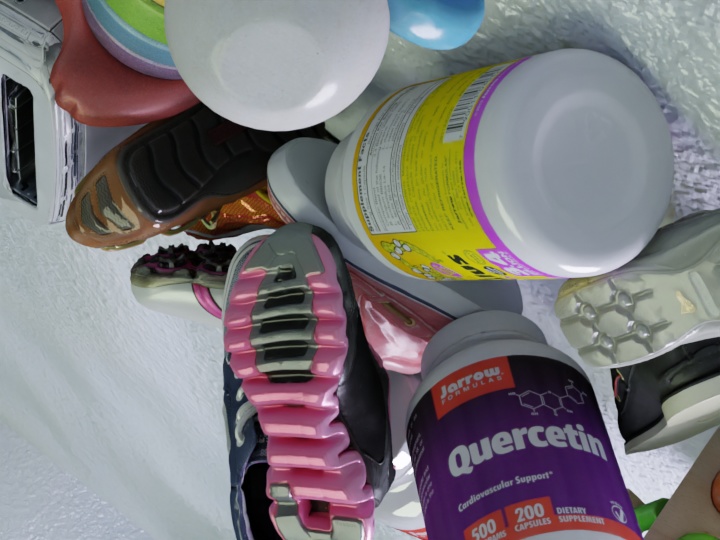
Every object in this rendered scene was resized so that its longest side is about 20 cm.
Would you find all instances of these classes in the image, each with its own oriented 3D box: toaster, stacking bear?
[{"bbox_3d":[-0.174,-0.118,0.995,0.113,0.129,0.200,32,143,16],"label":"toaster"},{"bbox_3d":[-0.083,-0.167,0.819,0.200,0.113,0.122,137,126,-61],"label":"stacking bear"}]

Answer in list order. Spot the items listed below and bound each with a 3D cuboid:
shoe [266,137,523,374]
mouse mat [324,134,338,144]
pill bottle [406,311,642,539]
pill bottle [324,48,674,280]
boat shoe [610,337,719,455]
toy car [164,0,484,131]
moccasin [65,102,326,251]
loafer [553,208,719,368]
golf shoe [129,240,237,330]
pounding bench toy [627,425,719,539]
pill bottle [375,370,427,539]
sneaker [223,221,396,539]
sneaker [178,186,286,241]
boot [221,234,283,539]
[{"bbox_3d":[0.000,0.000,0.986,0.091,0.072,0.200,-33,134,32],"label":"shoe"},{"bbox_3d":[-0.047,-0.062,1.139,0.161,0.008,0.200,38,160,3],"label":"mouse mat"},{"bbox_3d":[0.088,0.119,0.929,0.200,0.112,0.113,-103,-15,-46],"label":"pill bottle"},{"bbox_3d":[0.058,-0.047,0.830,0.104,0.104,0.200,46,161,-19],"label":"pill bottle"},{"bbox_3d":[0.176,0.059,0.922,0.201,0.073,0.063,78,171,-73],"label":"boat shoe"},{"bbox_3d":[-0.001,-0.160,0.627,0.149,0.175,0.201,-4,125,2],"label":"toy car"},{"bbox_3d":[-0.090,-0.061,0.950,0.078,0.201,0.074,-26,102,39],"label":"moccasin"},{"bbox_3d":[0.178,-0.003,0.763,0.200,0.070,0.070,-13,109,45],"label":"loafer"},{"bbox_3d":[-0.057,0.034,1.107,0.199,0.093,0.073,9,-165,-8],"label":"golf shoe"},{"bbox_3d":[0.212,0.174,1.001,0.200,0.124,0.156,28,160,29],"label":"pounding bench toy"},{"bbox_3d":[0.069,0.132,1.117,0.200,0.113,0.112,29,172,-42],"label":"pill bottle"},{"bbox_3d":[-0.017,0.060,0.946,0.079,0.095,0.201,6,115,28],"label":"sneaker"},{"bbox_3d":[-0.067,-0.060,1.083,0.199,0.073,0.077,8,141,39],"label":"sneaker"},{"bbox_3d":[-0.050,0.080,1.013,0.090,0.072,0.201,-55,-41,-84],"label":"boot"}]
